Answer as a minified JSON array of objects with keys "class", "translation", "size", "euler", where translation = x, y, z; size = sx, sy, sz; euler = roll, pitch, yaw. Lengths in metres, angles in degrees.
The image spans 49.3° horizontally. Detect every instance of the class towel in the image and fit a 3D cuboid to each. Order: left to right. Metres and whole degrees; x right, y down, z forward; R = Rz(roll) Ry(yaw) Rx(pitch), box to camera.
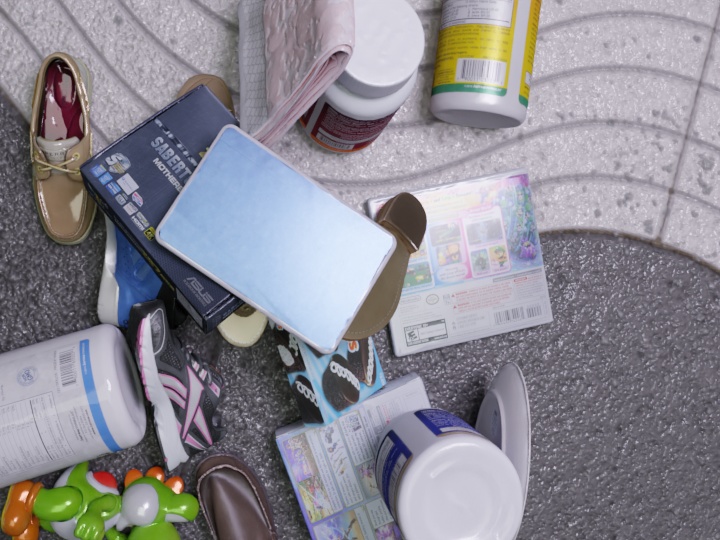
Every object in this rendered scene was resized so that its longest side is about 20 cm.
[{"class":"towel","translation":[-0.066,-0.234,0.738],"size":[0.032,0.190,0.205],"euler":[13,60,-32]}]

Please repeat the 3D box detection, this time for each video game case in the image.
[{"class":"video game case","translation":[0.017,0.246,0.904],"size":[0.178,0.045,0.204],"euler":[-20,94,-8]},{"class":"video game case","translation":[0.117,-0.011,0.922],"size":[0.195,0.024,0.187],"euler":[-11,93,-6]}]

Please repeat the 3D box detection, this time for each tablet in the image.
[{"class":"tablet","translation":[-0.076,-0.029,0.730],"size":[0.198,0.014,0.132],"euler":[34,80,-4]}]

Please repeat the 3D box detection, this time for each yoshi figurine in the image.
[{"class":"yoshi figurine","translation":[-0.274,0.280,0.842],"size":[0.195,0.113,0.115],"euler":[3,107,-10]}]

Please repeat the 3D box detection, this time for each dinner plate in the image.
[{"class":"dinner plate","translation":[0.144,0.199,0.843],"size":[0.024,0.200,0.206],"euler":[8,91,-4]}]

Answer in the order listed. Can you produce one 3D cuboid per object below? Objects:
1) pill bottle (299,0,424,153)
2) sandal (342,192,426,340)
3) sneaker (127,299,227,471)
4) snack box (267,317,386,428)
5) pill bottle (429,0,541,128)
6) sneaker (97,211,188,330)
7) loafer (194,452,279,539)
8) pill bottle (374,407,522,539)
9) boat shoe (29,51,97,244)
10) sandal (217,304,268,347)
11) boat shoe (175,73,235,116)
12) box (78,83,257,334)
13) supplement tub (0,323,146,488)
[{"class":"pill bottle","translation":[-0.003,-0.198,0.802],"size":[0.107,0.200,0.113],"euler":[1,83,-12]},{"class":"sandal","translation":[0.004,0.004,0.839],"size":[0.078,0.069,0.213],"euler":[46,49,-16]},{"class":"sneaker","translation":[-0.193,0.114,0.845],"size":[0.085,0.080,0.204],"euler":[-17,126,-20]},{"class":"snack box","translation":[-0.045,0.053,0.860],"size":[0.115,0.037,0.204],"euler":[-25,98,-50]},{"class":"pill bottle","translation":[0.142,-0.269,0.871],"size":[0.110,0.113,0.205],"euler":[7,91,-8]},{"class":"sneaker","translation":[-0.217,-0.036,0.845],"size":[0.108,0.077,0.205],"euler":[6,95,-2]},{"class":"loafer","translation":[-0.123,0.298,0.873],"size":[0.072,0.071,0.203],"euler":[-26,95,-6]},{"class":"pill bottle","translation":[0.076,0.205,0.788],"size":[0.116,0.200,0.123],"euler":[0,92,-8]},{"class":"boat shoe","translation":[-0.320,-0.130,0.834],"size":[0.072,0.066,0.206],"euler":[-3,92,-7]},{"class":"sandal","translation":[-0.124,-0.020,0.864],"size":[0.076,0.070,0.217],"euler":[10,91,-8]},{"class":"boat shoe","translation":[-0.169,-0.113,0.856],"size":[0.070,0.065,0.205],"euler":[-4,73,-10]},{"class":"box","translation":[-0.153,-0.065,0.776],"size":[0.157,0.051,0.201],"euler":[-38,80,-22]},{"class":"supplement tub","translation":[-0.333,0.143,0.810],"size":[0.195,0.132,0.135],"euler":[-16,94,-6]}]
